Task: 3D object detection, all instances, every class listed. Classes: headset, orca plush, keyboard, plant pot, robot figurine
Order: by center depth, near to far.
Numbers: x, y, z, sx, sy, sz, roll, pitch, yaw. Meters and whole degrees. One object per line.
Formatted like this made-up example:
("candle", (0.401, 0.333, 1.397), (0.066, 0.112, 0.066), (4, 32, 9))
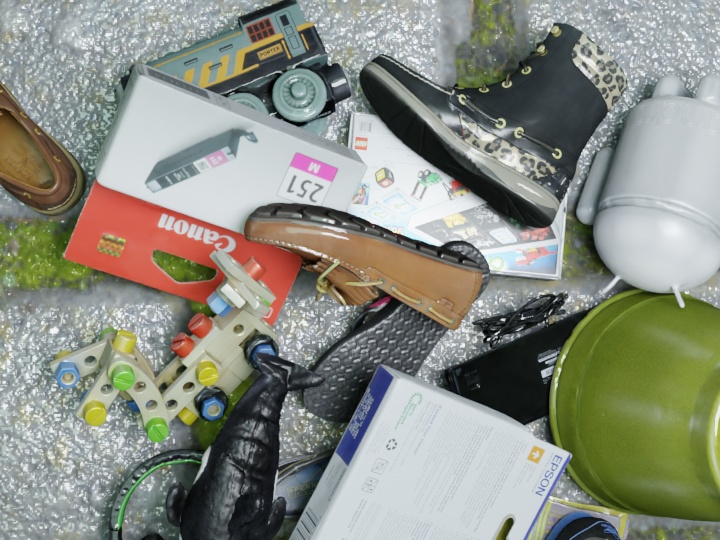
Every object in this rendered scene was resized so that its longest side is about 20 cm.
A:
("orca plush", (-0.079, 0.170, 0.868), (0.105, 0.071, 0.201), (38, 78, -30))
("plant pot", (0.283, 0.118, 0.904), (0.198, 0.193, 0.203), (0, 91, -16))
("headset", (-0.142, 0.251, 0.921), (0.122, 0.094, 0.203), (-8, 88, -6))
("robot figurine", (0.266, -0.067, 0.956), (0.113, 0.168, 0.202), (33, 70, -42))
("keyboard", (0.164, 0.070, 0.989), (0.198, 0.040, 0.105), (-21, 103, -17))

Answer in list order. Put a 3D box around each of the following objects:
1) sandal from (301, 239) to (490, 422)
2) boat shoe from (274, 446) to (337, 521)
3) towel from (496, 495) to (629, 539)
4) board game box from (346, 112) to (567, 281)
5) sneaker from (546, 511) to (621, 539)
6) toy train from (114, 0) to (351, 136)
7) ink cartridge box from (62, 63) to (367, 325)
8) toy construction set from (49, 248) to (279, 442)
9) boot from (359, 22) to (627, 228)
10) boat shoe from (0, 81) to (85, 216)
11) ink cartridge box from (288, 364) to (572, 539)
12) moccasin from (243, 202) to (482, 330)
("sandal", (0.030, 0.053, 0.966), (0.200, 0.045, 0.075), (-44, 113, -2))
("boat shoe", (0.006, 0.171, 0.953), (0.197, 0.066, 0.071), (-10, 89, -6))
("towel", (0.149, 0.292, 0.987), (0.142, 0.023, 0.202), (18, 86, -6))
("board game box", (0.082, -0.063, 0.984), (0.197, 0.035, 0.128), (6, 87, -6))
("sneaker", (0.154, 0.296, 0.937), (0.070, 0.078, 0.202), (30, 86, -5))
("toy train", (-0.110, -0.148, 0.949), (0.198, 0.085, 0.115), (-23, 78, -4))
("ink cartridge box", (-0.119, -0.048, 0.901), (0.198, 0.044, 0.175), (19, 108, -23))
("toy construction set", (-0.141, 0.060, 0.913), (0.199, 0.093, 0.131), (-37, 122, 15))
("boot", (0.115, -0.152, 0.945), (0.203, 0.073, 0.154), (36, 78, -2))
("boat shoe", (-0.315, -0.125, 0.928), (0.199, 0.068, 0.072), (40, 85, -3))
("ink cartridge box", (0.053, 0.199, 0.923), (0.199, 0.041, 0.201), (26, 94, -30))
("moccasin", (-0.001, 0.000, 0.892), (0.199, 0.074, 0.079), (18, 99, -26))
